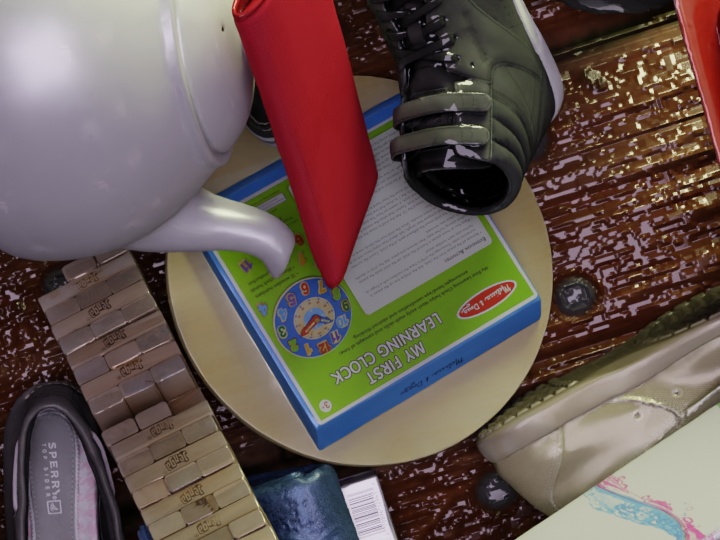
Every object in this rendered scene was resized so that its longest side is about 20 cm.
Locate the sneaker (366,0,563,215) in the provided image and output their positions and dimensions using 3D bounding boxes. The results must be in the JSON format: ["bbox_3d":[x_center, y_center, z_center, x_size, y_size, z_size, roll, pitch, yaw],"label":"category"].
[{"bbox_3d":[0.036,-0.107,1.441,0.071,0.099,0.200,-11,134,29],"label":"sneaker"}]

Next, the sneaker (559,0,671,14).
[{"bbox_3d":[0.069,-0.182,1.508,0.200,0.080,0.086,5,65,1],"label":"sneaker"}]

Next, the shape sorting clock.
[{"bbox_3d":[0.000,0.000,1.504,0.200,0.039,0.200,3,75,-12],"label":"shape sorting clock"}]

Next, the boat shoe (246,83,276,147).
[{"bbox_3d":[-0.062,-0.158,1.463,0.070,0.066,0.200,-7,88,42],"label":"boat shoe"}]

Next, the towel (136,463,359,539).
[{"bbox_3d":[-0.033,0.200,1.491,0.112,0.049,0.200,-16,92,31],"label":"towel"}]

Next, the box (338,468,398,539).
[{"bbox_3d":[0.018,0.201,1.520,0.041,0.039,0.200,-18,92,-1],"label":"box"}]

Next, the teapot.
[{"bbox_3d":[-0.112,-0.105,1.383,0.146,0.200,0.198,-9,74,10],"label":"teapot"}]

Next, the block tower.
[{"bbox_3d":[-0.095,0.080,1.450,0.054,0.058,0.200,-27,53,-3],"label":"block tower"}]

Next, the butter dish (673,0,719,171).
[{"bbox_3d":[0.279,-0.092,1.452,0.200,0.148,0.200,-16,92,-30],"label":"butter dish"}]

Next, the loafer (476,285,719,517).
[{"bbox_3d":[0.158,0.063,1.510,0.200,0.076,0.068,-27,97,1],"label":"loafer"}]

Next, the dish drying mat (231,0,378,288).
[{"bbox_3d":[-0.024,-0.080,1.399,0.018,0.200,0.077,7,56,17],"label":"dish drying mat"}]

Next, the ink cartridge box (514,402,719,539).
[{"bbox_3d":[0.174,0.161,1.474,0.200,0.088,0.145,-35,126,-2],"label":"ink cartridge box"}]

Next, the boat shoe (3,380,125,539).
[{"bbox_3d":[-0.148,0.156,1.501,0.067,0.057,0.200,-8,91,-3],"label":"boat shoe"}]
